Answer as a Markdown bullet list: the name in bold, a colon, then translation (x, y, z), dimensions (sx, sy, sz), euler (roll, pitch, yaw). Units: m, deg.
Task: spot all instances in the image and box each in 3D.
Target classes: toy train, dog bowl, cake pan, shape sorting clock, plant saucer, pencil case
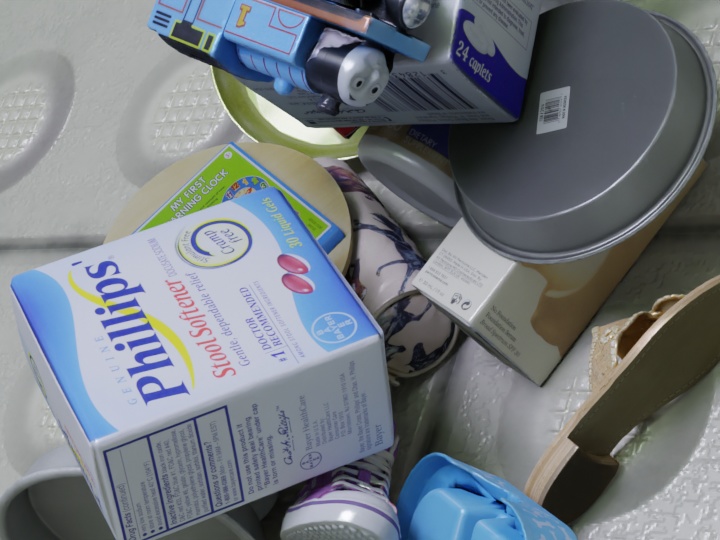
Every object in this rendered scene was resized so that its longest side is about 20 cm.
- **toy train**: translation (-0.042, -0.171, 1.431), dimensions (0.200, 0.087, 0.114), euler (24, 96, 36)
- **dog bowl**: translation (0.080, 0.189, 1.404), dimensions (0.200, 0.050, 0.112), euler (31, 108, 64)
- **cake pan**: translation (-0.156, 0.186, 1.551), dimensions (0.200, 0.200, 0.037), euler (-14, 43, 33)
- **shape sorting clock**: translation (-0.101, -0.010, 1.627), dimensions (0.200, 0.039, 0.200), euler (-7, 59, 12)
- **cake pan**: translation (0.141, -0.100, 1.477), dimensions (0.200, 0.037, 0.200), euler (-19, 52, 27)
- **plant saucer**: translation (-0.022, -0.179, 1.775), dimensions (0.200, 0.031, 0.200), euler (-3, 75, 12)
- **pencil case**: translation (0.000, 0.000, 1.645), dimensions (0.089, 0.078, 0.200), euler (-59, 39, 19)

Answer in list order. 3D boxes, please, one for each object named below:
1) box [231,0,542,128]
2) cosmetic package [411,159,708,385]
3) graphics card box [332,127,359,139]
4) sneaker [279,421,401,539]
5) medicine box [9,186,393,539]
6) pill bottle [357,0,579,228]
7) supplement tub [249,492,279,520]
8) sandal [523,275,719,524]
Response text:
- **box**: translation (0.028, -0.208, 1.515), dimensions (0.184, 0.105, 0.200), euler (1, 71, 35)
- **cosmetic package**: translation (0.140, -0.032, 1.532), dimensions (0.200, 0.105, 0.071), euler (-53, 44, -2)
- **graphics card box**: translation (-0.010, -0.196, 1.669), dimensions (0.125, 0.051, 0.200), euler (-45, 32, 10)
- **sneaker**: translation (-0.006, 0.141, 1.487), dimensions (0.114, 0.073, 0.200), euler (-67, 9, -14)
- **medicine box**: translation (-0.106, 0.060, 1.458), dimensions (0.200, 0.103, 0.182), euler (-20, 42, -15)
- **pill bottle**: translation (0.095, -0.138, 1.635), dimensions (0.116, 0.116, 0.200), euler (24, 78, 47)
- **supplement tub**: translation (-0.132, 0.095, 1.654), dimensions (0.123, 0.123, 0.200), euler (-31, 45, 19)
- **sandal**: translation (0.168, 0.066, 1.455), dimensions (0.212, 0.078, 0.070), euler (-51, 48, 5)
